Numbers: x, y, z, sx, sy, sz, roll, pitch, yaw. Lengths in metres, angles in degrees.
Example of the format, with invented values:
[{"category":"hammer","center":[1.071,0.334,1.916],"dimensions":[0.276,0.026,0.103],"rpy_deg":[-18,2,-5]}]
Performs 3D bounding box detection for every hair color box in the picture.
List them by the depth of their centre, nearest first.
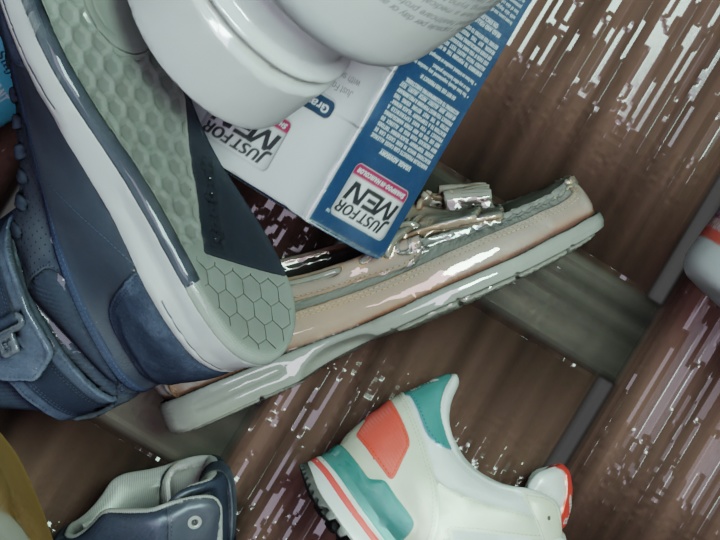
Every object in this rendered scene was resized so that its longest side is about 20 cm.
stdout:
[{"category":"hair color box","center":[0.010,-0.118,1.083],"dimensions":[0.100,0.060,0.200],"rpy_deg":[32,92,35]}]

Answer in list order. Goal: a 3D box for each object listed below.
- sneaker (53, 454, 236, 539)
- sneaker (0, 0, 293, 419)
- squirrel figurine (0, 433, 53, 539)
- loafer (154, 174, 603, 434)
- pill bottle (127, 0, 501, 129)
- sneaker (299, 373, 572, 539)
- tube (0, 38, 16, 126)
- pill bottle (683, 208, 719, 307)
[{"category":"sneaker","center":[-0.038,0.157,1.116],"dimensions":[0.201,0.077,0.147],"rpy_deg":[11,97,-5]},{"category":"sneaker","center":[-0.128,-0.038,1.053],"dimensions":[0.146,0.077,0.203],"rpy_deg":[-20,96,38]},{"category":"squirrel figurine","center":[-0.197,0.160,1.023],"dimensions":[0.186,0.142,0.200],"rpy_deg":[-22,140,10]},{"category":"loafer","center":[0.000,0.000,1.113],"dimensions":[0.199,0.072,0.063],"rpy_deg":[-26,90,0]},{"category":"pill bottle","center":[0.013,-0.139,0.977],"dimensions":[0.200,0.114,0.114],"rpy_deg":[-34,99,30]},{"category":"sneaker","center":[0.068,0.131,1.121],"dimensions":[0.093,0.070,0.200],"rpy_deg":[-41,87,-6]},{"category":"tube","center":[-0.120,-0.109,1.104],"dimensions":[0.200,0.050,0.078],"rpy_deg":[-35,114,-6]},{"category":"pill bottle","center":[0.234,-0.045,1.108],"dimensions":[0.111,0.111,0.200],"rpy_deg":[39,90,-8]}]
